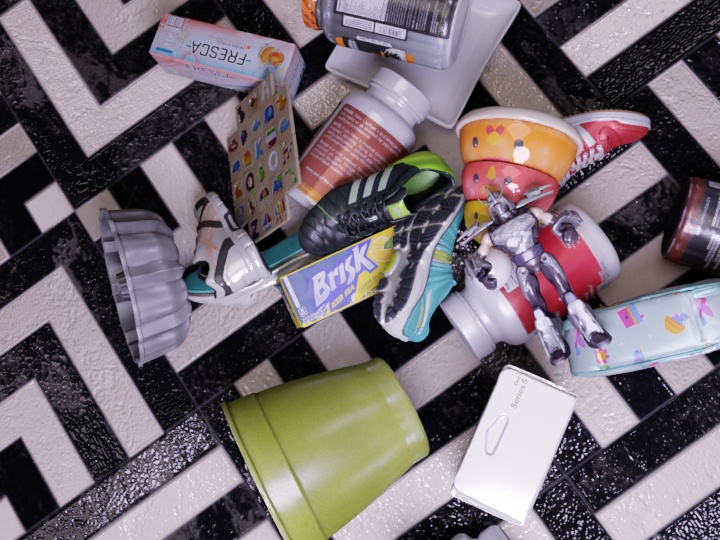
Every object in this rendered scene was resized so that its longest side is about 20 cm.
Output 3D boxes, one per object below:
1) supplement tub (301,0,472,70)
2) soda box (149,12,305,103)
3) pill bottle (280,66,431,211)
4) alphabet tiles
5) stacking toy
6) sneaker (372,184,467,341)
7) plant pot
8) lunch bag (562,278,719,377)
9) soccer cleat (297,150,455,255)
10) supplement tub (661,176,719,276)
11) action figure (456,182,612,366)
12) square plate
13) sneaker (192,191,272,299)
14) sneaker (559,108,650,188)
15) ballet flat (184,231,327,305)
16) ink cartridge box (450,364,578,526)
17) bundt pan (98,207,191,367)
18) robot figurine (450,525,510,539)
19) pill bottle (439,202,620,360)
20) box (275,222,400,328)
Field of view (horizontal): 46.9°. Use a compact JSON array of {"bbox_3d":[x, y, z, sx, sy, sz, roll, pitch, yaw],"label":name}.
[{"bbox_3d":[0.034,-0.336,1.057,0.200,0.123,0.123,17,82,12],"label":"supplement tub"},{"bbox_3d":[-0.181,-0.289,1.135,0.200,0.068,0.064,17,82,12],"label":"soda box"},{"bbox_3d":[-0.002,-0.152,1.052,0.112,0.112,0.200,38,91,13],"label":"pill bottle"},{"bbox_3d":[-0.127,-0.142,1.065,0.006,0.166,0.200,3,70,-35],"label":"alphabet tiles"},{"bbox_3d":[0.166,-0.073,0.939,0.146,0.146,0.200,10,81,10],"label":"stacking toy"},{"bbox_3d":[0.078,-0.010,0.981,0.077,0.080,0.200,7,67,48],"label":"sneaker"},{"bbox_3d":[-0.031,0.201,0.966,0.193,0.200,0.201,-26,76,-10],"label":"plant pot"},{"bbox_3d":[0.331,0.065,0.932,0.200,0.160,0.077,-18,81,30],"label":"lunch bag"},{"bbox_3d":[0.018,-0.076,0.972,0.200,0.081,0.068,-31,120,-4],"label":"soccer cleat"},{"bbox_3d":[0.467,-0.034,0.972,0.200,0.107,0.107,18,82,11],"label":"supplement tub"},{"bbox_3d":[0.184,-0.004,0.869,0.130,0.069,0.200,-30,90,22],"label":"action figure"},{"bbox_3d":[0.084,-0.313,1.123,0.198,0.028,0.200,28,84,13],"label":"square plate"},{"bbox_3d":[-0.183,-0.035,1.039,0.080,0.074,0.200,-33,35,-8],"label":"sneaker"},{"bbox_3d":[0.263,-0.135,1.039,0.200,0.071,0.113,-5,74,15],"label":"sneaker"},{"bbox_3d":[-0.130,0.010,1.071,0.200,0.069,0.070,-21,77,4],"label":"ballet flat"},{"bbox_3d":[0.167,0.192,0.921,0.084,0.200,0.146,23,83,12],"label":"ink cartridge box"},{"bbox_3d":[-0.264,0.012,1.032,0.076,0.202,0.202,-14,76,-21],"label":"bundt pan"},{"bbox_3d":[0.103,0.380,0.937,0.200,0.113,0.170,-39,105,-2],"label":"robot figurine"},{"bbox_3d":[0.200,0.017,0.997,0.200,0.112,0.112,-35,76,1],"label":"pill bottle"},{"bbox_3d":[0.000,0.000,1.024,0.200,0.064,0.070,-25,90,-11],"label":"box"}]
